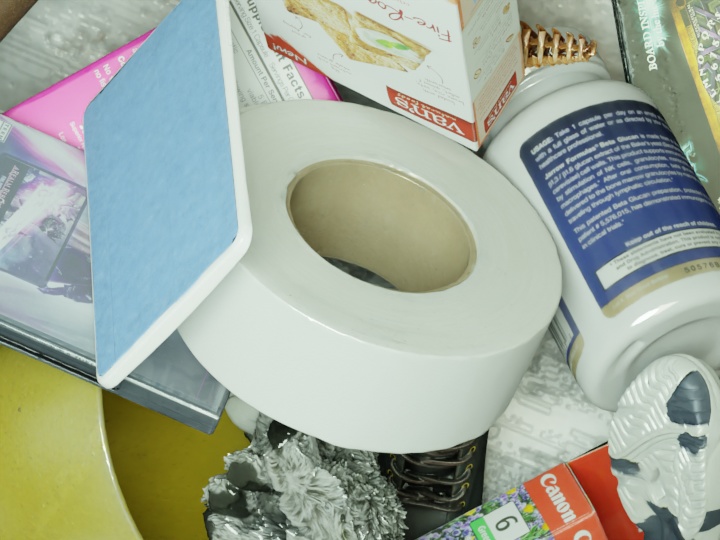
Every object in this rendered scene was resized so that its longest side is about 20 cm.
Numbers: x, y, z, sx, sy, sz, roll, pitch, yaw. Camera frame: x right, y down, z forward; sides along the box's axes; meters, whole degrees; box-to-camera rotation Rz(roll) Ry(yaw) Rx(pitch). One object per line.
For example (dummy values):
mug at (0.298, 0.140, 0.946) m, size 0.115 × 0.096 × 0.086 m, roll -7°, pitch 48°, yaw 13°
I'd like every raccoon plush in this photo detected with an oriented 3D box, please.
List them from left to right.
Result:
raccoon plush at (-0.001, 0.132, 1.564) m, size 0.097 × 0.134 × 0.200 m, roll -40°, pitch 93°, yaw 30°

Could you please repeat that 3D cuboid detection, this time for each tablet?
tablet at (-0.099, -0.049, 1.461) m, size 0.014 × 0.201 × 0.130 m, roll 23°, pitch 129°, yaw -30°

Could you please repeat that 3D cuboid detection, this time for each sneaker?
sneaker at (0.033, 0.111, 1.607) m, size 0.074 × 0.106 × 0.201 m, roll 8°, pitch 92°, yaw 2°
sneaker at (0.210, 0.105, 1.562) m, size 0.129 × 0.079 × 0.200 m, roll -32°, pitch 127°, yaw -27°

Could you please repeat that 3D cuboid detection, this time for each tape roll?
tape roll at (0.000, 0.000, 1.490) m, size 0.202 × 0.203 × 0.071 m, roll 24°, pitch 127°, yaw 1°

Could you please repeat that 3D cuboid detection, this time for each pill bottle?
pill bottle at (0.131, -0.032, 1.569) m, size 0.111 × 0.111 × 0.201 m, roll -27°, pitch 61°, yaw 2°

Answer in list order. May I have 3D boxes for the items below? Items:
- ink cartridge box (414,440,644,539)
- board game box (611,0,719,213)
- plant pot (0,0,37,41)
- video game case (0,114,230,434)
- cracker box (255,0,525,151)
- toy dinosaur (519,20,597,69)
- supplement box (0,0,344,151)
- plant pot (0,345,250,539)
ink cartridge box at (0.108, 0.170, 1.603) m, size 0.199 × 0.050 × 0.109 m, roll -27°, pitch 129°, yaw -2°
board game box at (0.220, -0.092, 1.635) m, size 0.135 × 0.028 × 0.201 m, roll -10°, pitch 92°, yaw 2°
plant pot at (-0.248, -0.192, 1.574) m, size 0.198 × 0.200 × 0.200 m, roll -44°, pitch 90°, yaw -5°
video game case at (-0.147, -0.006, 1.500) m, size 0.199 × 0.143 × 0.019 m, roll 23°, pitch 133°, yaw -2°
cracker box at (0.009, -0.150, 1.450) m, size 0.134 × 0.200 × 0.058 m, roll 27°, pitch 73°, yaw 17°
toy dinosaur at (0.058, -0.161, 1.582) m, size 0.199 × 0.102 × 0.136 m, roll 30°, pitch 101°, yaw 20°
supplement box at (-0.111, -0.074, 1.610) m, size 0.199 × 0.101 × 0.104 m, roll -28°, pitch 88°, yaw 1°
plant pot at (-0.148, 0.100, 1.586) m, size 0.141 × 0.200 × 0.201 m, roll -14°, pitch 91°, yaw 25°
